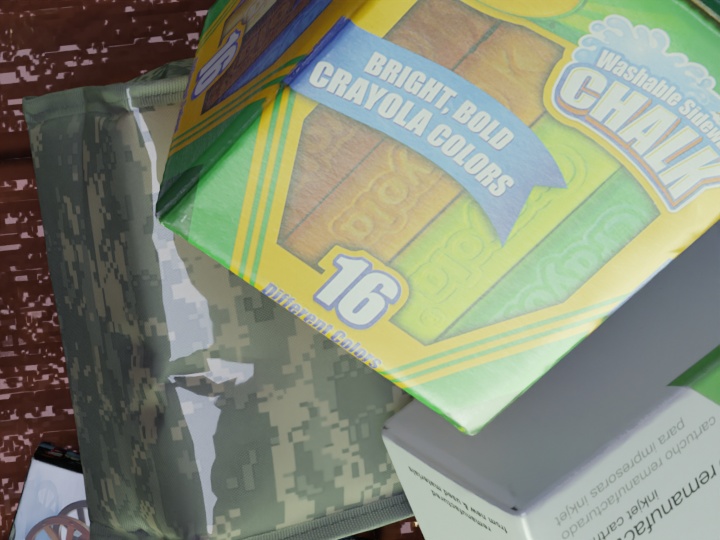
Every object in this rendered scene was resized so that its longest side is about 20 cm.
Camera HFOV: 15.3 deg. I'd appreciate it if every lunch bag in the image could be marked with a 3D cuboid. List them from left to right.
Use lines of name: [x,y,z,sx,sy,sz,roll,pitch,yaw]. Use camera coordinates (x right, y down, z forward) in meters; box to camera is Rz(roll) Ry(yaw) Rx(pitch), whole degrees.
lunch bag: [0.000,0.000,0.926,0.199,0.117,0.165,-11,95,-26]

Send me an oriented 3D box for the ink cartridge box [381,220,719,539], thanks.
ink cartridge box: [0.113,0.100,0.900,0.145,0.084,0.201,-35,124,-19]

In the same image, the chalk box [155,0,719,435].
chalk box: [0.053,-0.076,0.768,0.124,0.124,0.200,34,122,-18]

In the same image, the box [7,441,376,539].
box: [-0.082,0.179,0.988,0.136,0.038,0.201,16,96,-2]
